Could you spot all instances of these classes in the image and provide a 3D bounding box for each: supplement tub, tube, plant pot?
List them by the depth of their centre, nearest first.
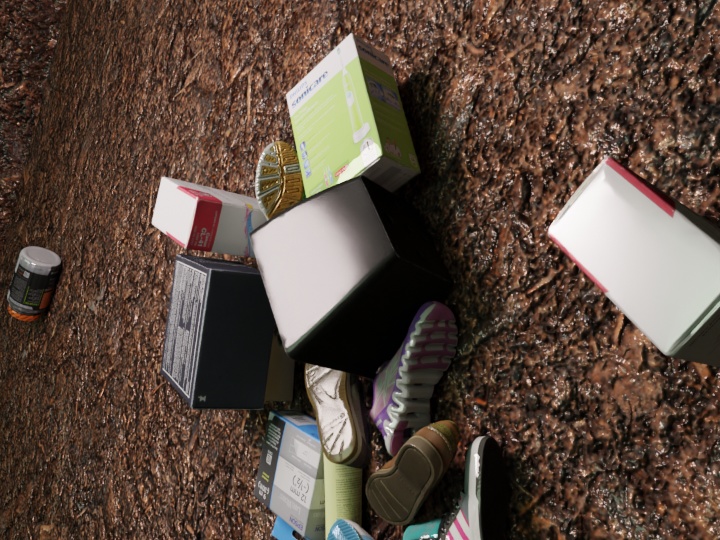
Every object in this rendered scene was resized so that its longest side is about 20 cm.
[{"bbox_3d":[0.000,0.000,0.899,0.177,0.198,0.203,-39,55,24],"label":"plant pot"},{"bbox_3d":[-0.023,0.290,0.953,0.050,0.058,0.206,-2,85,13],"label":"tube"},{"bbox_3d":[-0.989,0.042,2.063,0.122,0.121,0.203,44,114,43],"label":"supplement tub"}]

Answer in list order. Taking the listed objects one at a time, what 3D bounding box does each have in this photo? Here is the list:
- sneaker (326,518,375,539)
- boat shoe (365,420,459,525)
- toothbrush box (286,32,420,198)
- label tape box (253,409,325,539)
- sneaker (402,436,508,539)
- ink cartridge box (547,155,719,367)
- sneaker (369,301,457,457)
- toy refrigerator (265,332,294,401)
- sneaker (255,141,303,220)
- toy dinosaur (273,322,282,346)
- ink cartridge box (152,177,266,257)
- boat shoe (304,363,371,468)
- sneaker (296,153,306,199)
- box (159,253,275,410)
[{"bbox_3d":[0.029,0.389,0.853,0.199,0.080,0.078,34,98,43],"label":"sneaker"},{"bbox_3d":[0.067,0.247,0.827,0.072,0.067,0.201,48,143,14],"label":"boat shoe"},{"bbox_3d":[-0.015,-0.193,0.948,0.144,0.085,0.204,-32,61,35],"label":"toothbrush box"},{"bbox_3d":[-0.096,0.331,1.026,0.142,0.065,0.206,14,91,49],"label":"label tape box"},{"bbox_3d":[0.107,0.294,0.793,0.119,0.083,0.206,-4,80,38],"label":"sneaker"},{"bbox_3d":[0.271,0.002,0.570,0.087,0.197,0.148,-56,47,22],"label":"ink cartridge box"},{"bbox_3d":[0.059,0.132,0.884,0.088,0.079,0.205,29,105,55],"label":"sneaker"},{"bbox_3d":[-0.154,0.111,1.133,0.075,0.069,0.206,-7,77,48],"label":"toy refrigerator"},{"bbox_3d":[-0.119,-0.091,1.041,0.088,0.074,0.206,-142,45,-79],"label":"sneaker"},{"bbox_3d":[-0.092,0.059,1.075,0.100,0.078,0.203,-14,49,-1],"label":"toy dinosaur"},{"bbox_3d":[-0.226,-0.083,1.145,0.146,0.197,0.088,27,102,47],"label":"ink cartridge box"},{"bbox_3d":[-0.027,0.175,0.925,0.071,0.066,0.204,-28,45,15],"label":"boat shoe"},{"bbox_3d":[-0.096,-0.157,1.099,0.197,0.085,0.080,-3,59,47],"label":"sneaker"},{"bbox_3d":[-0.221,0.091,1.065,0.197,0.121,0.206,15,97,61],"label":"box"}]
